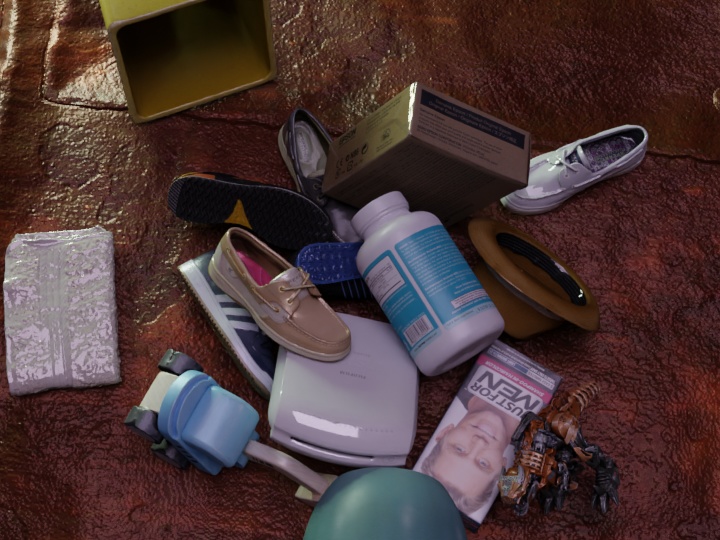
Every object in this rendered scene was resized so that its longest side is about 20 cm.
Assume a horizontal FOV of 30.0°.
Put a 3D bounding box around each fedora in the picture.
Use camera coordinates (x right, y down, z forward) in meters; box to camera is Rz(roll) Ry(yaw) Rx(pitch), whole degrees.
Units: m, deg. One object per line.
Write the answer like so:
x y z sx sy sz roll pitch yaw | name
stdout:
0.190 0.024 1.581 0.201 0.201 0.082 44 112 13 | fedora

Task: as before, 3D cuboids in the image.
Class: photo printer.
-0.016 0.135 1.504 0.166 0.070 0.200 13 37 -4 | photo printer

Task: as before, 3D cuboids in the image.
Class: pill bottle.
0.069 0.011 1.523 0.111 0.111 0.200 -28 76 -13 | pill bottle

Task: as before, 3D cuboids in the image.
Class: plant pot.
0.027 0.305 1.430 0.200 0.201 0.161 5 60 -1 | plant pot
-0.235 -0.339 1.668 0.195 0.194 0.200 -20 62 -10 | plant pot

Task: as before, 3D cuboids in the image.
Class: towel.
-0.353 0.045 1.590 0.132 0.034 0.200 -6 70 -5 | towel

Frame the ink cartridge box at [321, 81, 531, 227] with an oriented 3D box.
0.074 -0.125 1.564 0.165 0.200 0.075 20 64 -26 | ink cartridge box

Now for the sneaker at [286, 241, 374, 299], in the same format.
0.000 0.000 1.611 0.200 0.078 0.070 5 77 -25 | sneaker

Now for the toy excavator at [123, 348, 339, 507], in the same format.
-0.135 0.194 1.501 0.200 0.195 0.100 17 66 34 | toy excavator

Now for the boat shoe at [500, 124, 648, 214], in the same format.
0.269 -0.129 1.670 0.200 0.069 0.072 -16 71 -9 | boat shoe

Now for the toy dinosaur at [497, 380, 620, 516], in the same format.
0.225 0.200 1.496 0.200 0.102 0.136 -41 112 -18 | toy dinosaur

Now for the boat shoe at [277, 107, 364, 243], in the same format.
-0.045 -0.110 1.648 0.072 0.066 0.201 -23 72 -12 | boat shoe

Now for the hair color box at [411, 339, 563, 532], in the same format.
0.142 0.188 1.547 0.100 0.061 0.200 29 71 9 | hair color box

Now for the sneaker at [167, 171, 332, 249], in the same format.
-0.129 -0.082 1.624 0.200 0.090 0.070 13 108 -2 | sneaker

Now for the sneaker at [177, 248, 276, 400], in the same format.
-0.122 0.048 1.582 0.108 0.070 0.200 -31 71 -12 | sneaker

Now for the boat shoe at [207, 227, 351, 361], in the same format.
-0.088 0.024 1.503 0.200 0.069 0.074 35 41 18 | boat shoe
